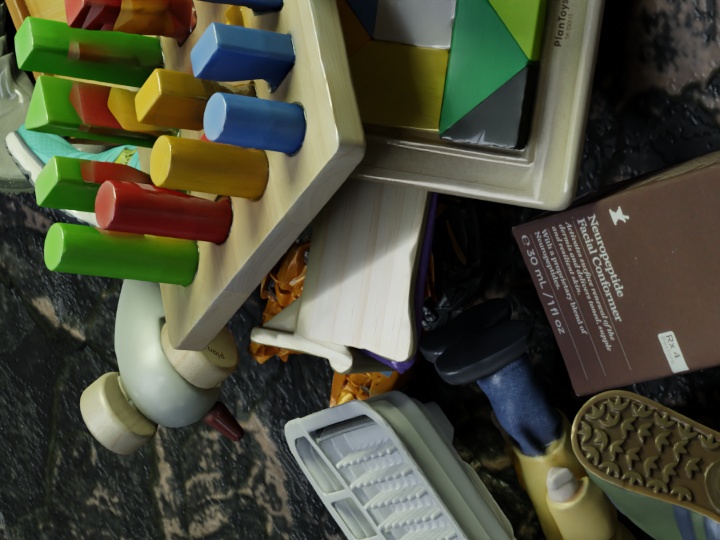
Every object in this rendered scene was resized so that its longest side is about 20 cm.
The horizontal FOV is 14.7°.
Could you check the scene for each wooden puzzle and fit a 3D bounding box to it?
[{"bbox_3d":[0.031,-0.135,1.444,0.199,0.037,0.186,10,94,24],"label":"wooden puzzle"}]

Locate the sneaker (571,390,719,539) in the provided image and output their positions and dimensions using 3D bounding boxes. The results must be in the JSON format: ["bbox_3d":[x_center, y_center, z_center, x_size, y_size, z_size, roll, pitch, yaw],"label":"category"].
[{"bbox_3d":[0.203,0.129,1.469,0.200,0.067,0.090,30,172,12],"label":"sneaker"}]

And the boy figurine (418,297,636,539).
[{"bbox_3d":[0.101,0.112,1.556,0.201,0.064,0.124,65,174,-24],"label":"boy figurine"}]

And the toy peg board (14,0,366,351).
[{"bbox_3d":[-0.100,-0.095,1.458,0.199,0.097,0.201,-49,45,46],"label":"toy peg board"}]

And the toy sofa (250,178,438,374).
[{"bbox_3d":[0.014,-0.045,1.516,0.097,0.083,0.201,11,94,23],"label":"toy sofa"}]

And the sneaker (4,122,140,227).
[{"bbox_3d":[-0.128,-0.046,1.675,0.199,0.080,0.078,26,171,30],"label":"sneaker"}]

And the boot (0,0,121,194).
[{"bbox_3d":[-0.234,-0.122,1.847,0.199,0.068,0.131,7,111,50],"label":"boot"}]

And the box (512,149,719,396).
[{"bbox_3d":[0.177,-0.005,1.413,0.200,0.075,0.101,-18,95,51],"label":"box"}]

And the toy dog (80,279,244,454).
[{"bbox_3d":[-0.110,0.034,1.743,0.132,0.201,0.096,-20,135,38],"label":"toy dog"}]

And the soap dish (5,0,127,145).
[{"bbox_3d":[-0.136,-0.161,1.694,0.200,0.081,0.158,-13,100,53],"label":"soap dish"}]

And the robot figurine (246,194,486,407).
[{"bbox_3d":[0.000,0.000,1.637,0.145,0.058,0.201,44,138,24],"label":"robot figurine"}]

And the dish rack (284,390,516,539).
[{"bbox_3d":[0.038,0.140,1.585,0.172,0.043,0.200,56,163,-2],"label":"dish rack"}]
